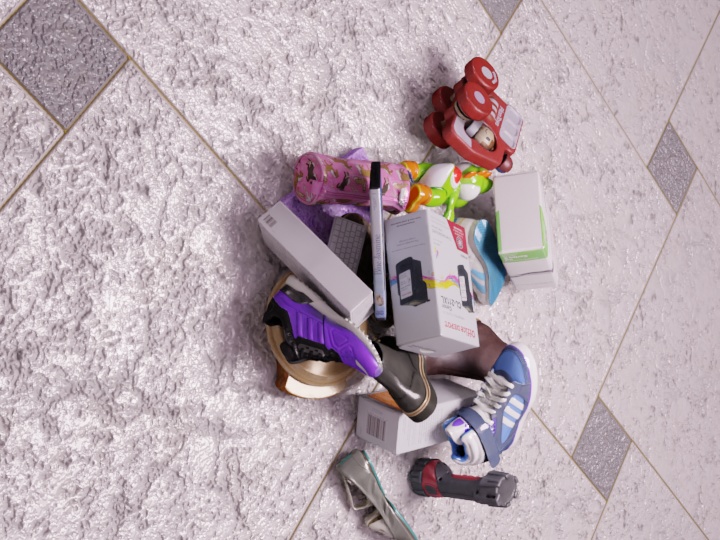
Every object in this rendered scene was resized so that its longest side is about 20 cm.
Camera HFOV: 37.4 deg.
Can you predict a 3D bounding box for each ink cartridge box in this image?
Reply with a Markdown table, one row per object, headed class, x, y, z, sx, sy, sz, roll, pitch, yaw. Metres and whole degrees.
| class | x | y | z | sx | sy | sz | roll | pitch | yaw |
| --- | --- | --- | --- | --- | --- | --- | --- | --- | --- |
| ink cartridge box | 0.113 | 0.023 | 1.671 | 0.145 | 0.082 | 0.203 | 19 | 61 | -58 |
| ink cartridge box | 0.293 | -0.066 | 1.882 | 0.200 | 0.083 | 0.148 | 51 | 35 | -64 |

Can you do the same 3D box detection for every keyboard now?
| class | x | y | z | sx | sy | sz | roll | pitch | yaw |
| --- | --- | --- | --- | --- | --- | --- | --- | --- | --- |
| keyboard | -0.037 | 0.020 | 1.606 | 0.056 | 0.011 | 0.203 | 20 | 75 | -26 |

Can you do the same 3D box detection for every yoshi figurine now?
| class | x | y | z | sx | sy | sz | roll | pitch | yaw |
| --- | --- | --- | --- | --- | --- | --- | --- | --- | --- |
| yoshi figurine | 0.136 | -0.138 | 1.817 | 0.198 | 0.111 | 0.114 | -6 | 110 | -39 |

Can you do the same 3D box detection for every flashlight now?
| class | x | y | z | sx | sy | sz | roll | pitch | yaw |
| --- | --- | --- | --- | --- | --- | --- | --- | --- | --- |
| flashlight | 0.169 | 0.344 | 1.734 | 0.067 | 0.199 | 0.069 | 17 | 75 | -40 |

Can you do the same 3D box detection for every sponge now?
| class | x | y | z | sx | sy | sz | roll | pitch | yaw |
| --- | --- | --- | --- | --- | --- | --- | --- | --- | --- |
| sponge | -0.040 | -0.104 | 1.697 | 0.200 | 0.030 | 0.113 | -38 | 111 | -37 |

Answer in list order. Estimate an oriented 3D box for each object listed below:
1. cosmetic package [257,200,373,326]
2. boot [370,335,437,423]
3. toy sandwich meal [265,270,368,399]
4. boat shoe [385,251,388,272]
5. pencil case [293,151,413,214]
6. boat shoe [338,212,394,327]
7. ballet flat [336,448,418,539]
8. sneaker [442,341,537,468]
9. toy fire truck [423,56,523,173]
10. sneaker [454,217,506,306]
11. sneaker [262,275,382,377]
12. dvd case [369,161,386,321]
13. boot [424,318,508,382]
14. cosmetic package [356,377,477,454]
| class | x | y | z | sx | sy | sz | roll | pitch | yaw |
| --- | --- | --- | --- | --- | --- | --- | --- | --- | --- |
| cosmetic package | -0.064 | -0.007 | 1.555 | 0.051 | 0.083 | 0.200 | -41 | 73 | -16 |
| boot | 0.039 | 0.130 | 1.643 | 0.077 | 0.200 | 0.138 | -44 | 121 | 3 |
| toy sandwich meal | -0.072 | 0.095 | 1.632 | 0.203 | 0.070 | 0.208 | 10 | 72 | -33 |
| boat shoe | 0.124 | 0.003 | 1.806 | 0.199 | 0.071 | 0.069 | 34 | 66 | -35 |
| pencil case | -0.012 | -0.134 | 1.648 | 0.198 | 0.086 | 0.084 | 4 | 81 | -39 |
| boat shoe | 0.000 | 0.000 | 1.690 | 0.072 | 0.067 | 0.202 | -37 | 118 | -27 |
| ballet flat | 0.022 | 0.374 | 1.702 | 0.063 | 0.067 | 0.201 | -33 | 110 | -9 |
| sneaker | 0.199 | 0.220 | 1.691 | 0.145 | 0.080 | 0.203 | -13 | 122 | -40 |
| toy fire truck | 0.209 | -0.253 | 1.832 | 0.167 | 0.112 | 0.201 | 39 | 41 | -17 |
| sneaker | 0.203 | -0.018 | 1.882 | 0.077 | 0.080 | 0.201 | -56 | 140 | -32 |
| sneaker | -0.060 | 0.104 | 1.520 | 0.100 | 0.199 | 0.070 | -46 | 158 | -14 |
| dvd case | 0.026 | -0.046 | 1.571 | 0.143 | 0.017 | 0.203 | -87 | 174 | -70 |
| boot | 0.176 | 0.156 | 1.784 | 0.200 | 0.165 | 0.073 | -42 | 156 | -41 |
| cosmetic package | 0.099 | 0.235 | 1.737 | 0.198 | 0.101 | 0.072 | -6 | 105 | -42 |
